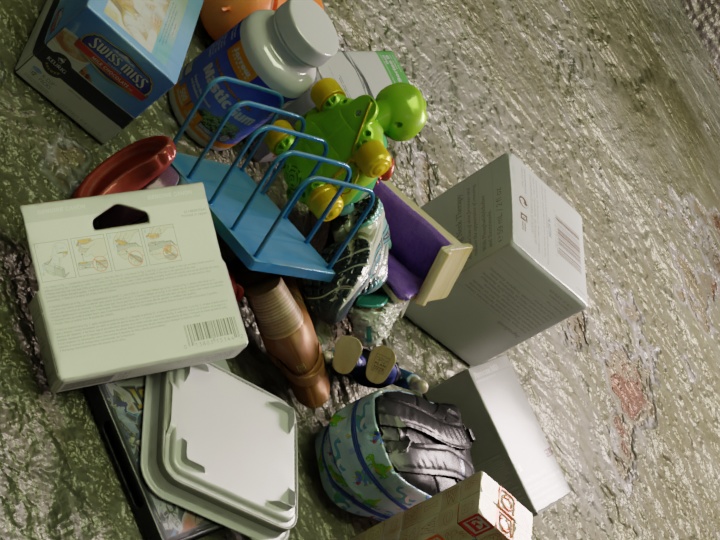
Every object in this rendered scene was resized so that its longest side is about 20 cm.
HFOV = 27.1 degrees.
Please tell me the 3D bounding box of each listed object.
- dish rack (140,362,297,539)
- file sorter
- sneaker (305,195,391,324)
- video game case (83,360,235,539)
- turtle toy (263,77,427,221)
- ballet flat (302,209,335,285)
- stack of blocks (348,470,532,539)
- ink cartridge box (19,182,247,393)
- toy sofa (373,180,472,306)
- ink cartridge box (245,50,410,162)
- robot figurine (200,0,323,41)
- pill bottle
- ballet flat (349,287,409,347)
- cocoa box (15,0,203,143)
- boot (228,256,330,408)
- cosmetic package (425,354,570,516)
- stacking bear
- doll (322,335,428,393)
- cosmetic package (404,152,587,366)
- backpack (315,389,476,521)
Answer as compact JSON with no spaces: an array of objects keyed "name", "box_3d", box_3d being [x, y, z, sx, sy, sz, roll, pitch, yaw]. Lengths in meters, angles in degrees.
[{"name":"dish rack","box_3d":[-0.132,0.173,1.513,0.199,0.043,0.173,31,43,-35]},{"name":"file sorter","box_3d":[-0.100,-0.102,1.643,0.138,0.123,0.200,9,33,-51]},{"name":"sneaker","box_3d":[0.000,0.000,1.739,0.087,0.077,0.201,61,33,-32]},{"name":"video game case","box_3d":[-0.174,0.177,1.514,0.199,0.025,0.182,-9,72,-57]},{"name":"turtle toy","box_3d":[-0.009,-0.147,1.745,0.146,0.199,0.101,56,12,28]},{"name":"ballet flat","box_3d":[-0.042,-0.024,1.816,0.068,0.067,0.202,35,52,-44]},{"name":"stack of blocks","box_3d":[0.091,0.307,1.610,0.115,0.199,0.059,40,36,-24]},{"name":"ink cartridge box","box_3d":[-0.226,0.014,1.468,0.198,0.045,0.178,-9,75,-29]},{"name":"toy sofa","box_3d":[0.034,-0.049,1.860,0.200,0.083,0.097,43,29,28]},{"name":"ink cartridge box","box_3d":[-0.044,-0.210,1.900,0.199,0.145,0.085,-12,74,-57]},{"name":"robot figurine","box_3d":[-0.124,-0.328,1.914,0.199,0.116,0.146,14,77,-49]},{"name":"pill bottle","box_3d":[-0.123,-0.236,1.760,0.112,0.199,0.113,33,40,-33]},{"name":"ballet flat","box_3d":[0.028,0.042,1.878,0.072,0.071,0.200,54,26,-7]},{"name":"cocoa box","box_3d":[-0.270,-0.271,1.650,0.133,0.131,0.201,40,36,-26]},{"name":"boot","box_3d":[-0.087,0.058,1.696,0.200,0.073,0.156,-99,166,-67]},{"name":"cosmetic package","box_3d":[0.175,0.219,1.910,0.106,0.090,0.202,-17,81,-54]},{"name":"stacking bear","box_3d":[-0.201,-0.029,1.573,0.201,0.121,0.114,58,-6,-22]},{"name":"doll","box_3d":[0.016,0.113,1.740,0.200,0.135,0.049,60,47,-83]},{"name":"cosmetic package","box_3d":[0.174,-0.011,1.988,0.166,0.199,0.169,36,38,-32]},{"name":"backpack","box_3d":[0.042,0.214,1.694,0.200,0.152,0.165,42,35,-63]}]
